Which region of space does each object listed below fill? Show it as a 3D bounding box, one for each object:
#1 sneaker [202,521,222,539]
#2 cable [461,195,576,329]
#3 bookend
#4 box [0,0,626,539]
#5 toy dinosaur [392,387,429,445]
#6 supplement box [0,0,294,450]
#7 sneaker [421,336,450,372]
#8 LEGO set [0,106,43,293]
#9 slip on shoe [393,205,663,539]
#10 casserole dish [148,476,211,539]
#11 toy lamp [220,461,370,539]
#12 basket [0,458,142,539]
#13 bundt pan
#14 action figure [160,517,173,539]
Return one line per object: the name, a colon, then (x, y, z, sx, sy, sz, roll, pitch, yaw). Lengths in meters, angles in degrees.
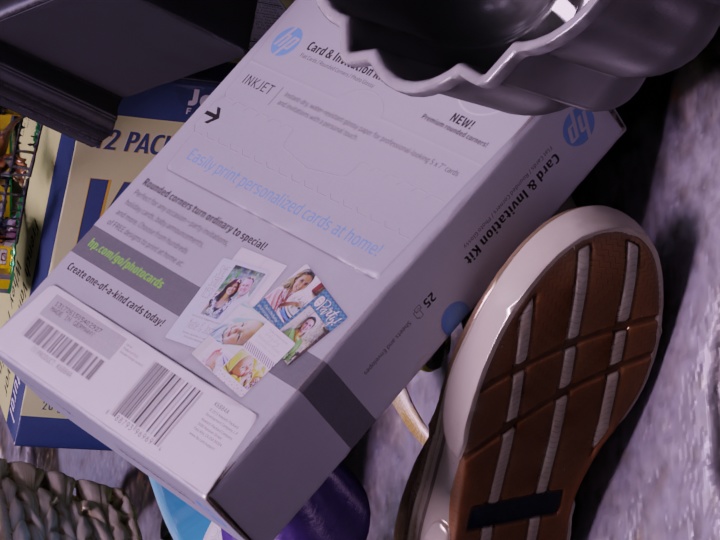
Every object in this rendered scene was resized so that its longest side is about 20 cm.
sneaker: (-0.047, 0.197, 1.122, 0.071, 0.099, 0.201, 15, 77, 47)
cable: (0.056, -0.049, 1.056, 0.200, 0.050, 0.097, -93, 2, -51)
bookend: (-0.064, -0.173, 1.029, 0.198, 0.092, 0.201, -13, 61, 47)
box: (-0.023, -0.012, 0.967, 0.200, 0.041, 0.156, -50, 41, -11)
toy dinosaur: (0.000, 0.000, 1.137, 0.101, 0.058, 0.201, 138, 132, -59)
supplement box: (-0.109, -0.044, 1.318, 0.200, 0.134, 0.201, -123, 42, -57)
sneaker: (-0.011, -0.051, 1.067, 0.075, 0.084, 0.201, 82, -177, -56)
LEGO set: (-0.205, -0.085, 1.197, 0.200, 0.115, 0.154, 115, 155, -57)
slip on shoe: (0.054, 0.055, 0.970, 0.061, 0.076, 0.201, -122, 33, -47)
casserole dish: (-0.061, 0.069, 1.207, 0.121, 0.039, 0.201, 20, 132, 51)
toy lamp: (-0.013, 0.125, 1.018, 0.200, 0.058, 0.058, 73, -178, -50)
basket: (-0.186, 0.202, 1.311, 0.136, 0.123, 0.201, -115, 40, -61)
bundt pan: (0.075, -0.139, 0.888, 0.202, 0.076, 0.203, -27, 52, 40)
action figure: (-0.098, 0.215, 1.333, 0.130, 0.069, 0.201, 143, 133, -74)
